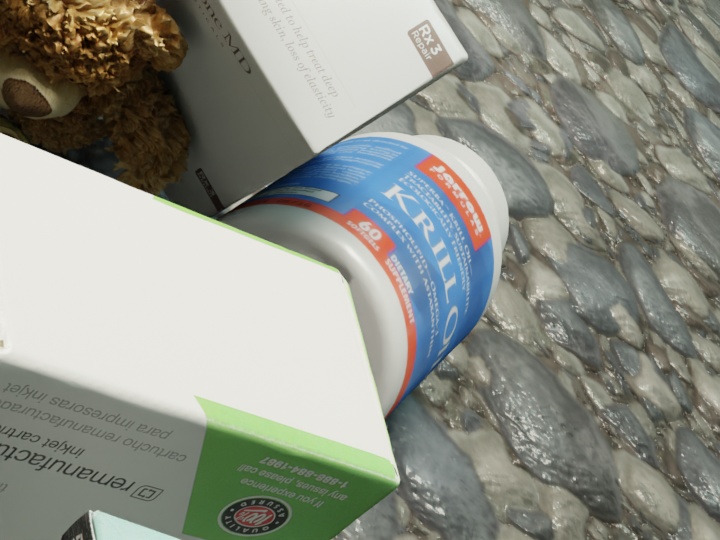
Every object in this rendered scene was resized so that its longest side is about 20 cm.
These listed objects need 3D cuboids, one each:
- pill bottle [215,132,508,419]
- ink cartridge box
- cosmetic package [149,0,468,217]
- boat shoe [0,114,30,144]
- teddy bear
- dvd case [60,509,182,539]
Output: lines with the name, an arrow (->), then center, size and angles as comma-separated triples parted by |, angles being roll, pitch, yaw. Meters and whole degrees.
pill bottle -> 0.000, 0.000, 0.970 | 0.112, 0.112, 0.200 | 47, 28, 1
ink cartridge box -> -0.111, 0.067, 0.633 | 0.145, 0.200, 0.084 | 21, 39, -39
cosmetic package -> -0.045, -0.095, 0.878 | 0.081, 0.200, 0.113 | -33, 92, -18
boat shoe -> -0.193, -0.036, 0.764 | 0.200, 0.067, 0.073 | -33, 123, -61
teddy bear -> -0.135, -0.086, 0.871 | 0.145, 0.067, 0.200 | 55, -17, -27
dvd case -> -0.073, 0.145, 0.583 | 0.145, 0.200, 0.022 | 26, 34, -36
